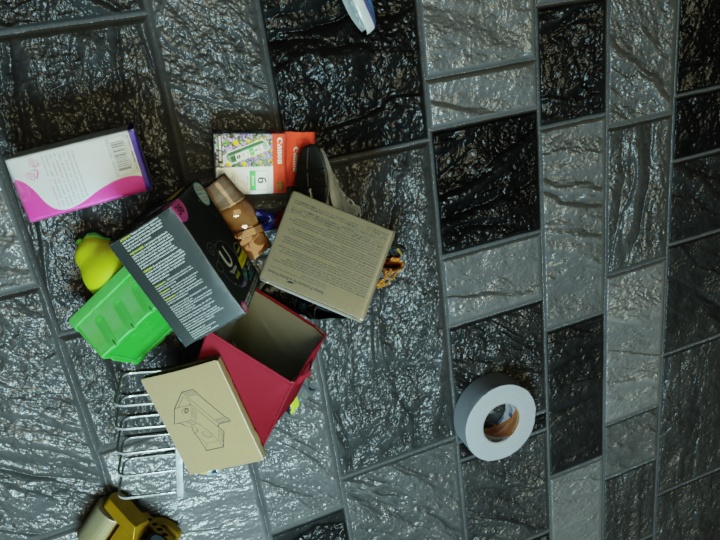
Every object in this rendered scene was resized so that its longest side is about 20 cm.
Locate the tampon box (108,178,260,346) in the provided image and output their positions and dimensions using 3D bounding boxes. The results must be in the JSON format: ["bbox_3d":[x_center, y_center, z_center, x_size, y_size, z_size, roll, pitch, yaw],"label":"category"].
[{"bbox_3d":[-0.275,-0.015,0.977,0.124,0.151,0.203,-26,111,12],"label":"tampon box"}]

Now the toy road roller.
[{"bbox_3d":[-0.456,0.549,1.223,0.198,0.146,0.124,38,94,12],"label":"toy road roller"}]

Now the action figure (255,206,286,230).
[{"bbox_3d":[-0.172,-0.086,1.126,0.194,0.099,0.067,-2,109,-22],"label":"action figure"}]

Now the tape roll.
[{"bbox_3d":[0.327,0.355,1.463,0.195,0.066,0.206,-6,108,-17],"label":"tape roll"}]

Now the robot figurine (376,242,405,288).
[{"bbox_3d":[0.000,0.000,1.186,0.195,0.059,0.145,-7,154,-31],"label":"robot figurine"}]

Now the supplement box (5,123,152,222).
[{"bbox_3d":[-0.455,-0.165,0.991,0.195,0.103,0.104,-18,113,-15],"label":"supplement box"}]

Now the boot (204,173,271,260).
[{"bbox_3d":[-0.269,-0.057,1.076,0.197,0.074,0.156,-29,108,18],"label":"boot"}]

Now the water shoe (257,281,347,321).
[{"bbox_3d":[-0.110,0.056,1.200,0.195,0.079,0.074,8,104,-22],"label":"water shoe"}]

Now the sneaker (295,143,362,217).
[{"bbox_3d":[-0.058,-0.145,1.161,0.115,0.074,0.206,-29,112,-55],"label":"sneaker"}]

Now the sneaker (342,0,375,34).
[{"bbox_3d":[0.022,-0.545,1.058,0.144,0.081,0.203,-29,109,-4],"label":"sneaker"}]

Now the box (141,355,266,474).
[{"bbox_3d":[-0.270,0.254,1.040,0.159,0.021,0.204,-16,108,18],"label":"box"}]

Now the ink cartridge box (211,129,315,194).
[{"bbox_3d":[-0.173,-0.201,1.111,0.194,0.050,0.112,-4,109,-18],"label":"ink cartridge box"}]

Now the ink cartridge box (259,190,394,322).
[{"bbox_3d":[-0.056,-0.023,1.058,0.195,0.075,0.169,22,85,4],"label":"ink cartridge box"}]

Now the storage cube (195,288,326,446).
[{"bbox_3d":[-0.192,0.174,1.095,0.197,0.171,0.183,29,119,4],"label":"storage cube"}]

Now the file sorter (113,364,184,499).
[{"bbox_3d":[-0.397,0.306,1.143,0.121,0.139,0.206,-1,107,-16],"label":"file sorter"}]

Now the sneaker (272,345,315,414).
[{"bbox_3d":[-0.151,0.190,1.242,0.080,0.073,0.205,-26,114,-33],"label":"sneaker"}]

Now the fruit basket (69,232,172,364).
[{"bbox_3d":[-0.415,0.031,1.064,0.217,0.215,0.155,-51,154,2],"label":"fruit basket"}]

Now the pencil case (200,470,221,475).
[{"bbox_3d":[-0.294,0.304,1.205,0.081,0.091,0.206,9,103,-22],"label":"pencil case"}]
